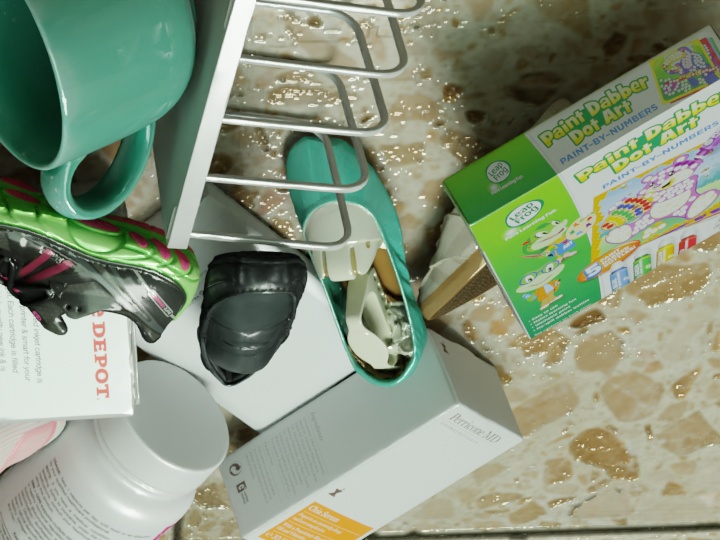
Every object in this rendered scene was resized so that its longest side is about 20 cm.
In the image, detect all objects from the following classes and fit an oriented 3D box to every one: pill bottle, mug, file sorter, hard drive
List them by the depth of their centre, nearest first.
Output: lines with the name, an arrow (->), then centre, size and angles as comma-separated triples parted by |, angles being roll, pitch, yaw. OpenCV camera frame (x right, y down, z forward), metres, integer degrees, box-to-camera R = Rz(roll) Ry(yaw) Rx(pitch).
mug -> -0.171, -0.142, 1.404 | 0.114, 0.152, 0.185 | -27, 155, -27
file sorter -> -0.049, -0.129, 1.445 | 0.124, 0.139, 0.200 | 4, 131, -17
hard drive -> -0.089, 0.029, 1.657 | 0.132, 0.027, 0.200 | -36, 128, 21
pill bottle -> -0.190, 0.159, 1.689 | 0.113, 0.114, 0.200 | 25, 129, -29

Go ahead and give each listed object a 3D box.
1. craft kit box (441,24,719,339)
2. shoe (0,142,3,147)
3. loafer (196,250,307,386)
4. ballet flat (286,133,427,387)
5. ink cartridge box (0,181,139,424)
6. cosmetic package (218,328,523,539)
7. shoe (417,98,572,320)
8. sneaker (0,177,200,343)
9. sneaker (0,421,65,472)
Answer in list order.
craft kit box -> 0.169, -0.054, 1.547 | 0.200, 0.049, 0.198 | -31, 149, 2
shoe -> -0.278, -0.089, 1.472 | 0.200, 0.091, 0.072 | 3, 132, -13
loafer -> -0.073, 0.032, 1.537 | 0.068, 0.071, 0.201 | 2, 167, -9
ballet flat -> 0.000, 0.000, 1.597 | 0.067, 0.070, 0.200 | -13, 124, 14
ink cartridge box -> -0.251, 0.023, 1.552 | 0.199, 0.084, 0.145 | -3, 109, -6
cosmetic package -> 0.007, 0.134, 1.724 | 0.200, 0.071, 0.101 | -34, 146, 19
shoe -> 0.100, -0.040, 1.616 | 0.070, 0.053, 0.200 | -12, 151, -51
sneaker -> -0.202, -0.005, 1.466 | 0.200, 0.077, 0.084 | 19, 104, -8
sneaker -> -0.309, 0.132, 1.637 | 0.200, 0.105, 0.075 | -23, 95, 30
